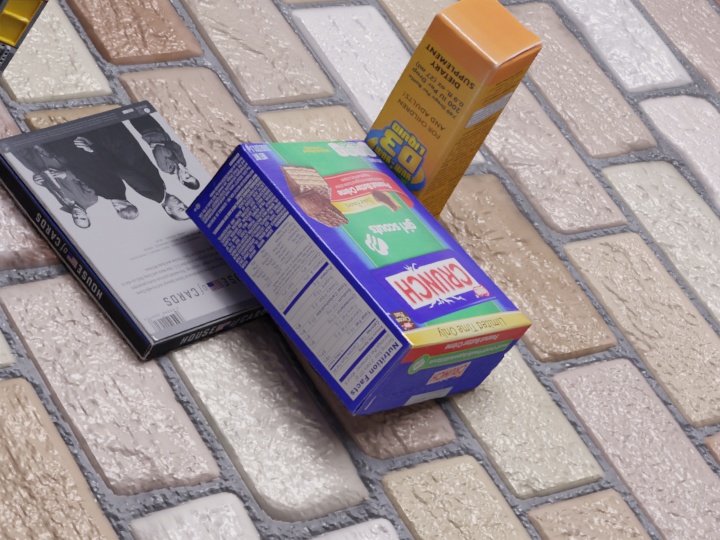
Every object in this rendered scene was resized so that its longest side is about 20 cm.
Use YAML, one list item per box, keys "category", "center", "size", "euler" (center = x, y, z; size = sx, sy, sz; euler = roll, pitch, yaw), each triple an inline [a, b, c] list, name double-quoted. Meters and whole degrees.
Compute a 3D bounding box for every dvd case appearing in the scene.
- category: "dvd case"
  center: [-0.154, -0.033, 1.611]
  size: [0.150, 0.025, 0.200]
  euler: [-20, 62, -43]

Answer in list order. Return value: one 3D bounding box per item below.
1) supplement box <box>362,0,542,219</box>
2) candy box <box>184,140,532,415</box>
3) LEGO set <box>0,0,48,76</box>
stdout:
- category: "supplement box"
  center: [0.056, -0.112, 1.685]
  size: [0.067, 0.200, 0.069]
  euler: [43, 44, 14]
- category: "candy box"
  center: [0.000, 0.000, 1.603]
  size: [0.200, 0.077, 0.169]
  euler: [50, 27, 19]
- category: "LEGO set"
  center: [-0.286, -0.243, 1.603]
  size: [0.154, 0.116, 0.200]
  euler: [27, 30, -21]
